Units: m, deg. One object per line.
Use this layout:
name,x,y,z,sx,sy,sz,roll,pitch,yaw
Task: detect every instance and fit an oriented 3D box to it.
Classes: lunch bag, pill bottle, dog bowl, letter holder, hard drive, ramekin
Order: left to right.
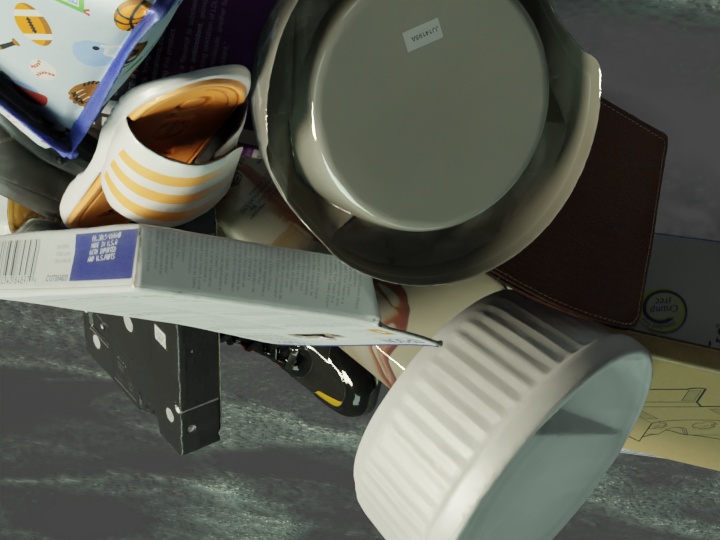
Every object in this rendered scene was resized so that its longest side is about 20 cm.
lunch bag,-0.177,-0.156,1.235,0.170,0.124,0.200,39,145,-6
hard drive,-0.141,0.005,1.607,0.038,0.140,0.201,-21,131,-26
pill bottle,-0.097,-0.129,1.371,0.198,0.113,0.113,12,159,-4
dog bowl,0.030,-0.096,1.304,0.199,0.201,0.059,21,-178,-28
letter holder,0.077,-0.046,1.461,0.199,0.143,0.100,25,154,-35
ramekin,0.082,0.102,1.487,0.094,0.202,0.203,40,169,22

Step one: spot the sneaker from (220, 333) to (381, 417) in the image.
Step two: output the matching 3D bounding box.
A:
sneaker,-0.072,0.036,1.647,0.090,0.200,0.070,-24,151,-35

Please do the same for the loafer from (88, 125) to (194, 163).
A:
loafer,-0.190,-0.119,1.520,0.198,0.072,0.073,15,-171,1

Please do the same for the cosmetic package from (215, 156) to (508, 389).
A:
cosmetic package,0.000,0.000,1.561,0.200,0.087,0.103,38,169,23

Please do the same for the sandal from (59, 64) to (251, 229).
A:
sandal,-0.106,-0.049,1.316,0.079,0.060,0.207,-14,164,-26

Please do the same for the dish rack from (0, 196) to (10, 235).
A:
dish rack,-0.261,-0.063,1.558,0.171,0.044,0.200,19,168,-20

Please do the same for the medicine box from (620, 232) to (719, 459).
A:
medicine box,0.262,0.063,1.710,0.181,0.104,0.200,8,158,7

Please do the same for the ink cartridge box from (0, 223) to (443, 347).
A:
ink cartridge box,-0.083,0.009,1.374,0.199,0.041,0.199,11,173,-32

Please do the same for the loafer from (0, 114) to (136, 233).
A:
loafer,-0.185,-0.051,1.444,0.200,0.072,0.073,43,-176,-31

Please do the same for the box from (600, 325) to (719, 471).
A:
box,0.207,0.088,1.626,0.198,0.021,0.164,12,154,-3
